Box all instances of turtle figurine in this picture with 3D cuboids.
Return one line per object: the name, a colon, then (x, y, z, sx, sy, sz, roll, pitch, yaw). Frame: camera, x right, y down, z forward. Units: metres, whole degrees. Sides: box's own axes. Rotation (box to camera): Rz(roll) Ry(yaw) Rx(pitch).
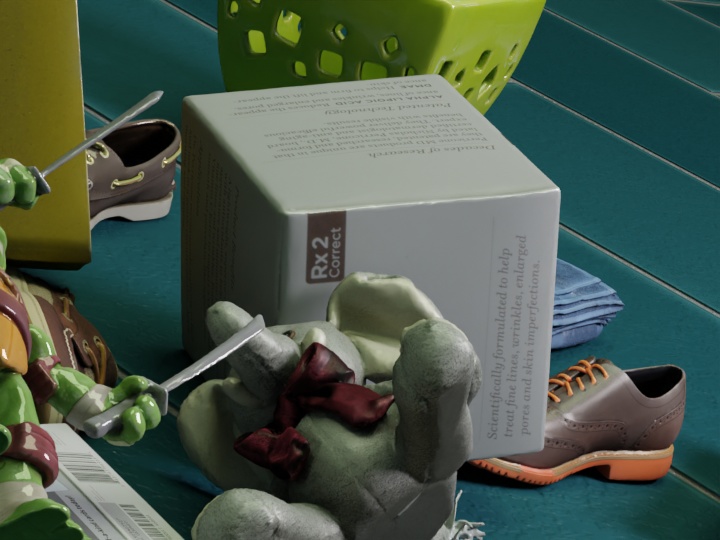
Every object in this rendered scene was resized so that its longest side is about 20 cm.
turtle figurine: (-0.136, 0.026, 1.254, 0.199, 0.145, 0.195, 3, 40, -5)

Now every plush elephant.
plush elephant: (-0.022, 0.074, 1.420, 0.155, 0.165, 0.200, 46, 0, 30)

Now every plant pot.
plant pot: (-0.251, -0.098, 1.609, 0.175, 0.201, 0.200, -3, -1, -8)
plant pot: (0.000, -0.160, 2.136, 0.199, 0.182, 0.199, 25, 18, 20)

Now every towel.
towel: (0.091, 0.017, 1.906, 0.111, 0.049, 0.200, 26, 18, 26)

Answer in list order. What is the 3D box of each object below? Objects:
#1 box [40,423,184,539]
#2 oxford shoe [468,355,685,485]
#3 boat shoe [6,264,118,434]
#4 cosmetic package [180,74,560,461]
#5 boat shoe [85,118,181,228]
box: (-0.189, 0.118, 1.296, 0.199, 0.041, 0.156, 6, 21, -39)
oxford shoe: (0.118, 0.082, 1.682, 0.199, 0.073, 0.071, 1, 24, -44)
boat shoe: (-0.163, 0.048, 1.503, 0.072, 0.073, 0.200, 11, 12, -18)
cosmetic package: (0.000, 0.000, 1.594, 0.164, 0.166, 0.200, -6, 25, -18)
boat shoe: (-0.183, -0.065, 1.849, 0.072, 0.060, 0.200, 27, 18, 25)
